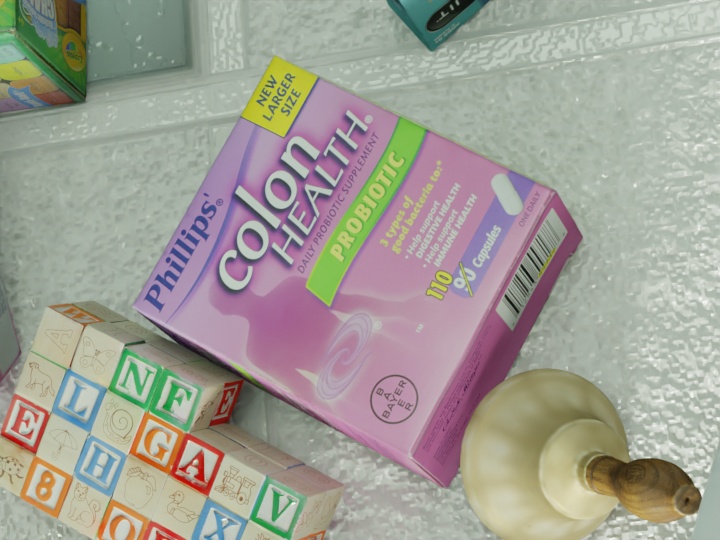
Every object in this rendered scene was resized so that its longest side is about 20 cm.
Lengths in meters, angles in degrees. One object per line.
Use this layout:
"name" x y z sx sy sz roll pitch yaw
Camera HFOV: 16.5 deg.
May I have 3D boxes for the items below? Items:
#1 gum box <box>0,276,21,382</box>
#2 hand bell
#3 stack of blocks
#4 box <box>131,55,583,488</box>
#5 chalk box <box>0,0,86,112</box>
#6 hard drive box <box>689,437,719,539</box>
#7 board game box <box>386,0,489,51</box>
"gum box" -0.290 -0.010 1.520 0.113 0.066 0.201 -7 110 14
"hand bell" 0.133 0.111 1.334 0.103 0.200 0.105 0 91 -16
"stack of blocks" -0.113 0.112 1.470 0.199 0.059 0.116 27 102 20
"box" 0.000 0.000 1.471 0.199 0.097 0.177 27 83 21
"chalk box" -0.250 -0.170 1.575 0.123 0.124 0.201 -7 73 13
"hard drive box" 0.243 0.103 1.319 0.076 0.200 0.157 14 78 18
"board game box" 0.063 -0.227 1.464 0.151 0.200 0.047 -41 68 1
